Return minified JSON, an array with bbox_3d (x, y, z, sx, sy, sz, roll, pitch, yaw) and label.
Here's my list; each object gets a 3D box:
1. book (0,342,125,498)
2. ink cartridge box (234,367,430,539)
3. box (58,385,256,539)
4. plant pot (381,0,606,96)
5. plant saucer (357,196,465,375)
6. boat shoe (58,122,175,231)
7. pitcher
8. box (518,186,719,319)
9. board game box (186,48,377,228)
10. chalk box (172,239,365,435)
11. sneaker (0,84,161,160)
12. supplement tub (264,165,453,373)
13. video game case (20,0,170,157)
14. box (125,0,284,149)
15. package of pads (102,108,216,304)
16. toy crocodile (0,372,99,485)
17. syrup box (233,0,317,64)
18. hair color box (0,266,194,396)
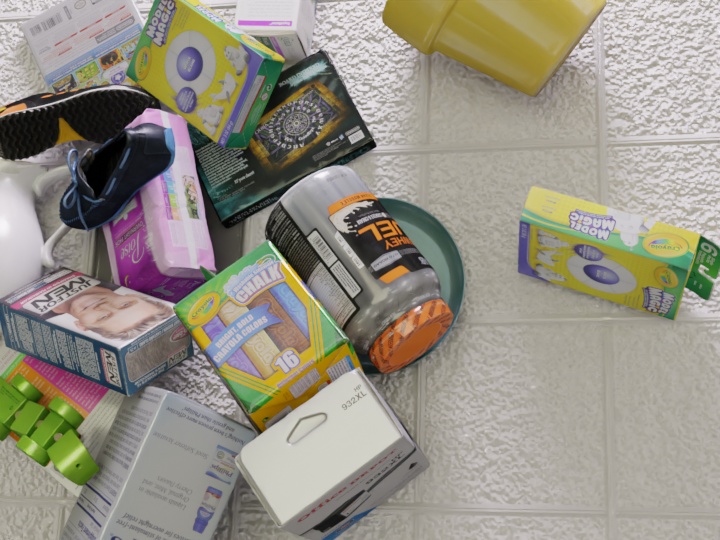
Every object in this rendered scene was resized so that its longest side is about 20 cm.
[{"bbox_3d":[-0.328,0.151,1.326,0.199,0.048,0.134,35,79,17],"label":"book"},{"bbox_3d":[-0.021,0.188,1.172,0.145,0.200,0.084,-36,70,-1],"label":"ink cartridge box"},{"bbox_3d":[-0.210,0.226,1.198,0.104,0.184,0.201,27,79,-17],"label":"box"},{"bbox_3d":[0.155,-0.295,1.299,0.189,0.201,0.201,38,83,2],"label":"plant pot"},{"bbox_3d":[0.017,0.018,1.308,0.199,0.027,0.202,-3,73,10],"label":"plant saucer"},{"bbox_3d":[-0.278,-0.110,1.279,0.200,0.068,0.085,-37,60,38],"label":"boat shoe"},{"bbox_3d":[-0.393,-0.035,1.360,0.170,0.121,0.201,-2,61,5],"label":"pitcher"},{"bbox_3d":[0.262,-0.012,1.214,0.199,0.118,0.049,15,65,15],"label":"box"},{"bbox_3d":[-0.098,-0.154,1.380,0.199,0.028,0.136,-28,70,2],"label":"board game box"},{"bbox_3d":[-0.099,0.067,1.221,0.123,0.125,0.200,-35,58,-8],"label":"chalk box"},{"bbox_3d":[-0.336,-0.187,1.397,0.199,0.070,0.090,-13,32,-10],"label":"sneaker"},{"bbox_3d":[0.000,0.000,1.238,0.122,0.123,0.200,-37,71,-2],"label":"supplement tub"},{"bbox_3d":[-0.318,-0.254,1.458,0.143,0.018,0.201,-28,71,1],"label":"video game case"},{"bbox_3d":[-0.188,-0.239,1.362,0.200,0.048,0.118,37,112,27],"label":"box"},{"bbox_3d":[-0.234,-0.065,1.334,0.120,0.075,0.201,-33,64,42],"label":"package of pads"},{"bbox_3d":[-0.342,0.162,1.254,0.199,0.062,0.068,21,66,40],"label":"toy crocodile"},{"bbox_3d":[-0.093,-0.353,1.412,0.081,0.079,0.202,4,75,12],"label":"syrup box"},{"bbox_3d":[-0.283,0.061,1.268,0.199,0.061,0.100,16,33,34],"label":"hair color box"}]
